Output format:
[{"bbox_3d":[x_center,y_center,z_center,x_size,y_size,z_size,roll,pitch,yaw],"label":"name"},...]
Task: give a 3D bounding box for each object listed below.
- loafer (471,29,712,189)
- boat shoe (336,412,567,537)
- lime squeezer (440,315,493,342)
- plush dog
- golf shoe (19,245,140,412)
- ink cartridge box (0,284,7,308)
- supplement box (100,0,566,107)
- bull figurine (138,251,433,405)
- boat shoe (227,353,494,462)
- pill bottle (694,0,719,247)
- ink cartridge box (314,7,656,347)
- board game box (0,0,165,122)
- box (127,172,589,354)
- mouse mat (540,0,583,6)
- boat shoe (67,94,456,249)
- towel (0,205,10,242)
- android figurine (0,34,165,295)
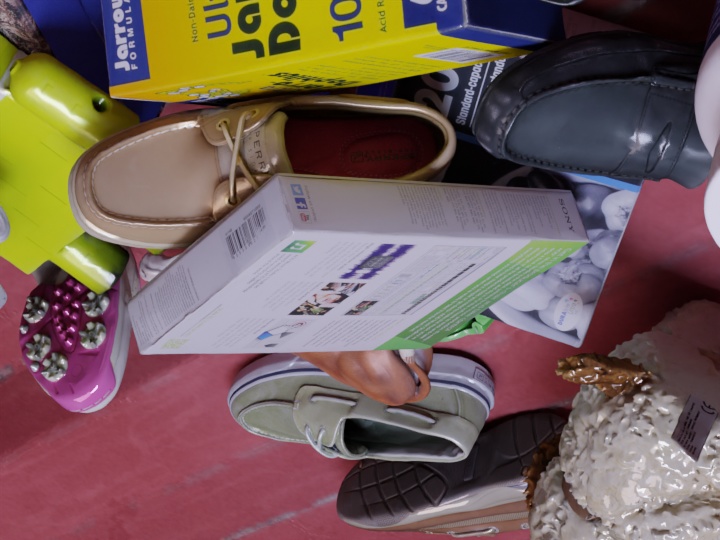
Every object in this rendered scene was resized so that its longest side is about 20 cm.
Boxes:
[{"bbox_3d":[0.148,-0.074,0.928,0.200,0.070,0.068,-6,134,-30],"label":"loafer"},{"bbox_3d":[0.072,0.154,1.307,0.200,0.076,0.072,-12,133,37],"label":"boat shoe"},{"bbox_3d":[0.052,0.015,1.180,0.071,0.038,0.200,26,142,-6],"label":"lime squeezer"},{"bbox_3d":[0.155,0.124,1.087,0.160,0.200,0.172,8,123,-26],"label":"plush dog"},{"bbox_3d":[-0.161,0.019,1.174,0.075,0.200,0.092,-31,131,13],"label":"golf shoe"},{"bbox_3d":[-0.300,-0.018,1.028,0.200,0.068,0.116,11,141,35],"label":"ink cartridge box"},{"bbox_3d":[-0.017,-0.148,0.928,0.200,0.109,0.109,-8,177,31],"label":"supplement box"},{"bbox_3d":[-0.039,0.012,1.185,0.200,0.065,0.121,25,140,8],"label":"bull figurine"},{"bbox_3d":[-0.008,0.093,1.278,0.200,0.062,0.072,-6,134,31],"label":"boat shoe"},{"bbox_3d":[0.212,-0.093,0.848,0.120,0.200,0.120,13,141,11],"label":"pill bottle"},{"bbox_3d":[0.056,-0.066,1.058,0.200,0.043,0.198,19,133,5],"label":"ink cartridge box"},{"bbox_3d":[-0.231,-0.132,1.087,0.200,0.097,0.160,-2,136,26],"label":"board game box"},{"bbox_3d":[0.000,0.000,0.999,0.200,0.036,0.144,3,153,-39],"label":"box"},{"bbox_3d":[0.054,-0.228,0.814,0.161,0.008,0.200,20,101,4],"label":"mouse mat"},{"bbox_3d":[-0.046,-0.057,0.969,0.200,0.074,0.069,-10,173,-16],"label":"boat shoe"},{"bbox_3d":[-0.282,-0.054,1.050,0.147,0.024,0.200,49,147,-19],"label":"towel"},{"bbox_3d":[-0.196,-0.063,1.042,0.200,0.041,0.182,37,139,-22],"label":"android figurine"}]
